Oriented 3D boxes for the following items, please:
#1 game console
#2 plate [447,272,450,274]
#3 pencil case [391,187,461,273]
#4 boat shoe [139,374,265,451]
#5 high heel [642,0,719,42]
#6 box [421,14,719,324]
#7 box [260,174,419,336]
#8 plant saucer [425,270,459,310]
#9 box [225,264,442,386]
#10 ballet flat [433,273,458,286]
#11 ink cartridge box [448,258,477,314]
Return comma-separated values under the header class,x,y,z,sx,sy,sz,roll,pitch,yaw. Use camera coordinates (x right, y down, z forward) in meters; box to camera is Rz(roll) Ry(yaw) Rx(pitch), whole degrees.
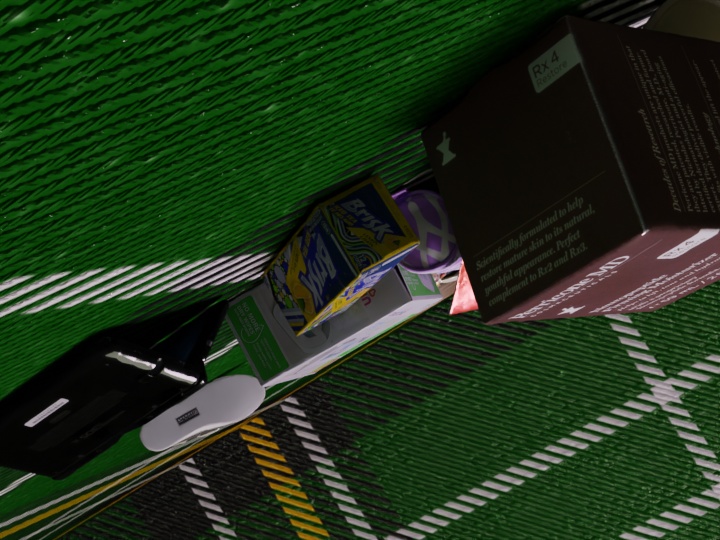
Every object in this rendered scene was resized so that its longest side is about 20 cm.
class,x,y,z,sx,sy,sz,roll,pitch,yaw
game console,-0.235,0.092,1.058,0.200,0.116,0.176,-34,143,25
plate,0.074,0.022,1.888,0.200,0.032,0.200,-31,175,-6
pencil case,0.080,-0.041,1.183,0.084,0.086,0.200,-25,176,12
boat shoe,-0.238,0.213,1.789,0.200,0.071,0.064,-22,173,-3
high heel,0.297,-0.200,1.008,0.200,0.071,0.143,-37,171,1
box,0.187,-0.068,0.877,0.200,0.164,0.166,-3,158,-39
box,-0.022,-0.008,1.023,0.064,0.070,0.200,-29,174,-24
plant saucer,0.106,0.043,2.037,0.200,0.029,0.200,-30,-175,3
box,-0.023,0.031,1.227,0.176,0.097,0.200,-30,173,10
ballet flat,0.162,-0.028,1.760,0.200,0.064,0.076,-30,173,-14
ink cartridge box,0.186,-0.034,1.088,0.200,0.044,0.174,-12,129,-25
